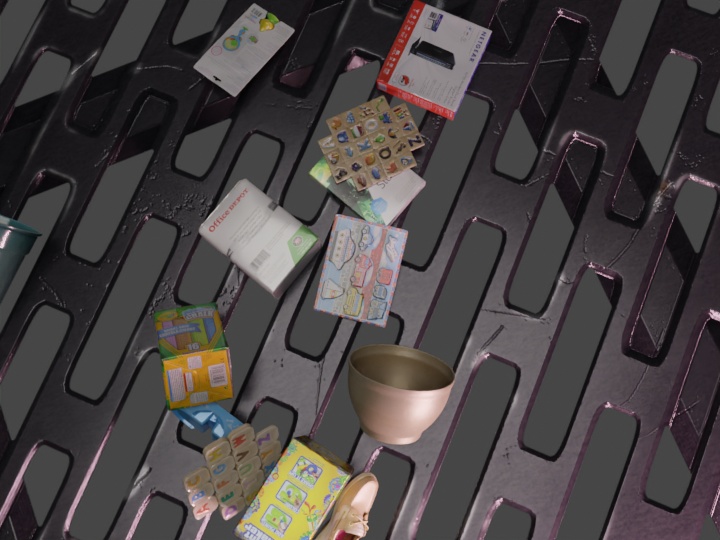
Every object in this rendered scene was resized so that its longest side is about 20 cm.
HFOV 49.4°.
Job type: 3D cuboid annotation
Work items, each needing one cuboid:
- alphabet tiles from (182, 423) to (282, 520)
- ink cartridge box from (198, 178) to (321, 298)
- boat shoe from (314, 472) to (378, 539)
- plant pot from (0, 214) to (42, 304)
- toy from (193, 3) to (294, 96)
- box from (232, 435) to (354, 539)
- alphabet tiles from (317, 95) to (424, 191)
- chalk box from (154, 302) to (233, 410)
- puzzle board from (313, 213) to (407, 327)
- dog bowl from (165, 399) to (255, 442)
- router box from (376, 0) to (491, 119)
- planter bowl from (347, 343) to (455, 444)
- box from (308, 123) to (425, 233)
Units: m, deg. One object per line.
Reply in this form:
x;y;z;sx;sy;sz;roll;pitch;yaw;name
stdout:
-0.227;0.372;1.439;0.195;0.200;0.015;-27;42;-26;alphabet tiles
-0.200;-0.064;1.570;0.200;0.084;0.146;39;82;8;ink cartridge box
-0.018;0.476;1.460;0.074;0.069;0.200;31;88;-36;boat shoe
-0.758;-0.018;1.532;0.200;0.200;0.196;21;88;5;plant pot
-0.244;-0.463;1.666;0.115;0.047;0.200;36;79;11;toy
-0.114;0.414;1.420;0.122;0.200;0.193;32;81;7;box
0.021;-0.262;1.606;0.200;0.006;0.167;-24;80;-4;alphabet tiles
-0.321;0.146;1.484;0.124;0.200;0.125;-10;123;-15;chalk box
0.000;0.000;1.570;0.150;0.017;0.200;13;90;4;puzzle board
-0.279;0.293;1.497;0.200;0.112;0.050;36;63;8;dog bowl
0.155;-0.444;1.649;0.179;0.049;0.200;23;81;6;router box
0.066;0.239;1.467;0.200;0.200;0.135;11;107;4;planter bowl
0.013;-0.188;1.612;0.200;0.036;0.144;39;83;9;box
